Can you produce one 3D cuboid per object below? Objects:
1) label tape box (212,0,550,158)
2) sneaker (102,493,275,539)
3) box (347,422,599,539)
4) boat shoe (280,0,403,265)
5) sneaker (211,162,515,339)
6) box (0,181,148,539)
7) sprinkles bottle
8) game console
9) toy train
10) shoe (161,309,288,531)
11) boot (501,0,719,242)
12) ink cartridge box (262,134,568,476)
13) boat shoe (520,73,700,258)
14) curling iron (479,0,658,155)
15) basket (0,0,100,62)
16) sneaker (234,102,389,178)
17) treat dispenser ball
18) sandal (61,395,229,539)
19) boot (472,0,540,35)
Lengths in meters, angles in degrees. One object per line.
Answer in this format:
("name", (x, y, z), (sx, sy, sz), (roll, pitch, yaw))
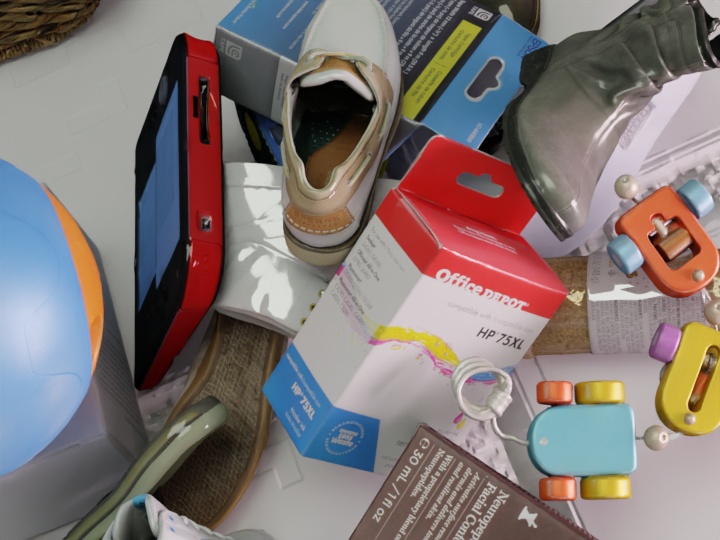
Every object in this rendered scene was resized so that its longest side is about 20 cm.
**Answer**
("label tape box", (0.014, -0.145, 1.129), (0.198, 0.066, 0.144), (28, 49, 10))
("sneaker", (-0.108, 0.173, 0.972), (0.074, 0.200, 0.088), (-13, 91, 24))
("box", (0.092, 0.186, 0.947), (0.199, 0.075, 0.101), (33, 88, 9))
("boat shoe", (-0.011, -0.105, 1.011), (0.074, 0.069, 0.202), (3, 58, 2))
("sneaker", (0.000, 0.000, 1.046), (0.197, 0.074, 0.117), (6, 80, 4))
("box", (-0.244, 0.070, 1.104), (0.151, 0.107, 0.202), (-21, 62, 4))
("sprinkles bottle", (0.197, 0.019, 1.034), (0.197, 0.068, 0.069), (-4, 64, 13))
("game console", (-0.131, -0.040, 1.099), (0.031, 0.177, 0.202), (8, 62, -21))
("toy train", (0.154, 0.047, 0.972), (0.200, 0.056, 0.151), (-40, 84, -8))
("shoe", (-0.086, 0.084, 1.089), (0.069, 0.053, 0.202), (18, 83, 7))
("boot", (0.159, -0.109, 0.981), (0.130, 0.068, 0.201), (-25, 28, 25))
("ink cartridge box", (0.043, 0.028, 0.993), (0.201, 0.115, 0.067), (-57, 42, 19))
("boat shoe", (0.155, -0.091, 1.105), (0.200, 0.074, 0.065), (-48, 33, -5))
("curling iron", (0.150, -0.139, 1.139), (0.199, 0.050, 0.026), (-37, 94, -9))
("basket", (-0.273, -0.275, 1.300), (0.141, 0.149, 0.202), (-2, 59, -23))
("sneaker", (-0.029, -0.084, 1.150), (0.078, 0.066, 0.201), (-26, 61, -12))
("treat dispenser ball", (-0.251, 0.028, 0.950), (0.198, 0.201, 0.203), (-6, 64, 12))
("sandal", (-0.145, 0.165, 1.025), (0.057, 0.080, 0.201), (42, 108, 0))
("boot", (0.078, -0.259, 1.180), (0.074, 0.097, 0.202), (-20, 62, 5))
